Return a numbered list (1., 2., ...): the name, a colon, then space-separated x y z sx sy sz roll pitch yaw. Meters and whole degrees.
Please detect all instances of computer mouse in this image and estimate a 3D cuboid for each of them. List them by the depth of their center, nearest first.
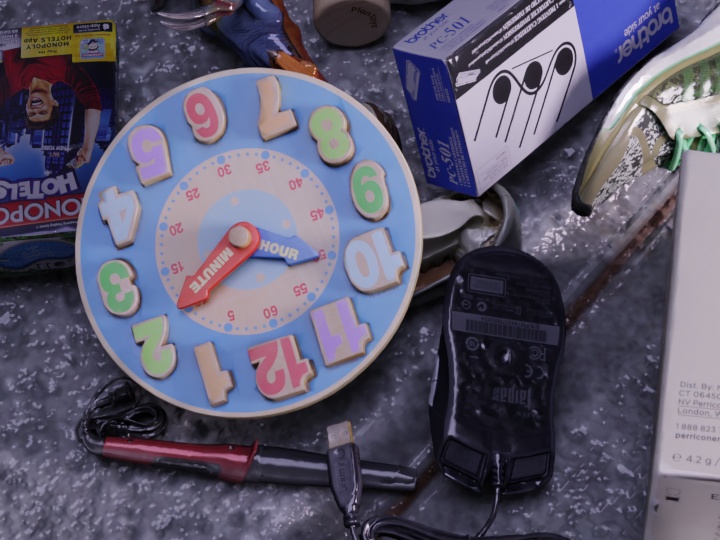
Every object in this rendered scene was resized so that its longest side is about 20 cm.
1. computer mouse: 0.046 0.083 1.378 0.139 0.046 0.201 3 68 -12

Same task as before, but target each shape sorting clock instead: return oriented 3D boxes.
1. shape sorting clock: -0.064 -0.017 1.382 0.198 0.039 0.202 -1 81 8

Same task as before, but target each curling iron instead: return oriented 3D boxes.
1. curling iron: -0.065 0.098 1.394 0.199 0.026 0.050 11 64 10

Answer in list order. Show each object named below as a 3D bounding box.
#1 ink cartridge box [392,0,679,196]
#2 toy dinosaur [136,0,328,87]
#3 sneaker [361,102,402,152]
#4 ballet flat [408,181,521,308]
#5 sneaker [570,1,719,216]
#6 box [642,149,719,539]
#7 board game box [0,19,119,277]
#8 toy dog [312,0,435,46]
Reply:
1. ink cartridge box: 0.106 -0.137 1.451 0.044 0.094 0.200 17 45 40
2. toy dinosaur: -0.066 -0.161 1.487 0.181 0.105 0.200 26 64 26
3. sneaker: -0.068 -0.043 1.447 0.199 0.076 0.071 -29 62 -13
4. ballet flat: 0.000 0.000 1.425 0.199 0.064 0.068 -23 61 -9
5. sneaker: 0.207 -0.091 1.463 0.200 0.077 0.089 -41 74 -16
6. box: 0.216 0.055 1.342 0.108 0.128 0.201 6 61 7
7. board game box: -0.238 -0.043 1.467 0.198 0.062 0.201 -4 60 3
8. toy dog: 0.057 -0.209 1.523 0.199 0.097 0.132 -21 61 -8
